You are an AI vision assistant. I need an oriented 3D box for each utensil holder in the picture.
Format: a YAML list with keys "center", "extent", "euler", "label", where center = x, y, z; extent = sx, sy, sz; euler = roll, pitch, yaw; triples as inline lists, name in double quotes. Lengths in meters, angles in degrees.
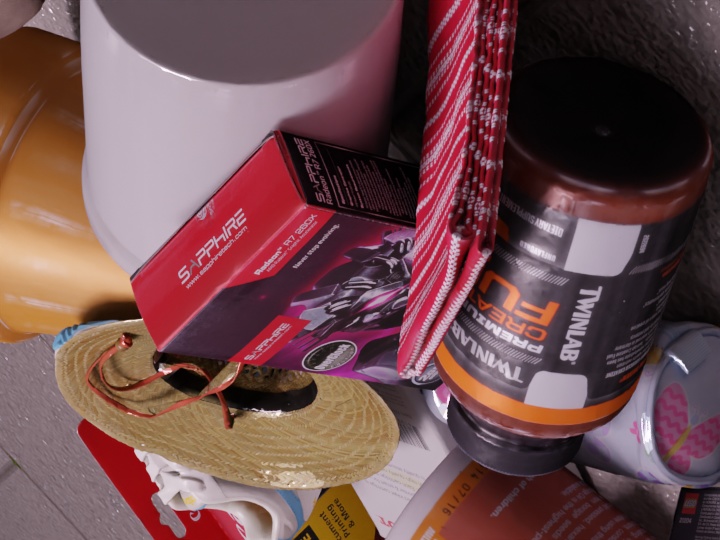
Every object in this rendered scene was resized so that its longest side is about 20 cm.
- center: [-0.063, -0.098, 1.100]
  extent: [0.170, 0.170, 0.200]
  euler: [39, 154, 17]
  label: "utensil holder"

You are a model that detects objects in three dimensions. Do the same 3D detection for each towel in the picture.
- center: [0.043, -0.068, 0.972]
  extent: [0.022, 0.201, 0.145]
  euler: [10, 154, -6]
  label: "towel"

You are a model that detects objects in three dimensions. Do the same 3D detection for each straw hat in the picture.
- center: [-0.068, 0.043, 1.230]
  extent: [0.200, 0.085, 0.201]
  euler: [9, 147, 6]
  label: "straw hat"

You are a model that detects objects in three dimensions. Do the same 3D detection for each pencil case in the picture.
- center: [0.119, 0.057, 1.152]
  extent: [0.200, 0.083, 0.091]
  euler: [13, 114, 52]
  label: "pencil case"

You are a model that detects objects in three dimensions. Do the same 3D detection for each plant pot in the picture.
- center: [-0.160, -0.035, 1.361]
  extent: [0.183, 0.200, 0.200]
  euler: [19, 148, 19]
  label: "plant pot"

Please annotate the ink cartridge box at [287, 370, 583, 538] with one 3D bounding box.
- center: [0.043, 0.091, 1.327]
  extent: [0.145, 0.083, 0.200]
  euler: [17, 143, 48]
  label: "ink cartridge box"

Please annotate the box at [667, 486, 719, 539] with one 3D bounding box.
- center: [0.254, 0.139, 1.052]
  extent: [0.110, 0.035, 0.200]
  euler: [21, 167, -24]
  label: "box"

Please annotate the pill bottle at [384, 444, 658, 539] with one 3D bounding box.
- center: [0.115, 0.178, 1.102]
  extent: [0.200, 0.112, 0.112]
  euler: [37, 155, 19]
  label: "pill bottle"

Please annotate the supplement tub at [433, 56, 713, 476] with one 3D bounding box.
- center: [0.093, 0.006, 1.017]
  extent: [0.107, 0.107, 0.200]
  euler: [34, 135, 25]
  label: "supplement tub"

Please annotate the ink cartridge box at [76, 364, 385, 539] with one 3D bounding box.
- center: [-0.064, 0.126, 1.446]
  extent: [0.084, 0.176, 0.200]
  euler: [6, 135, 56]
  label: "ink cartridge box"

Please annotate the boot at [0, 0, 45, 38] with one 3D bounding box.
- center: [-0.241, -0.167, 1.313]
  extent: [0.070, 0.146, 0.200]
  euler: [50, 157, -12]
  label: "boot"

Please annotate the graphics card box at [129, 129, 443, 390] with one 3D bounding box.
- center: [0.000, 0.000, 1.087]
  extent: [0.125, 0.200, 0.051]
  euler: [-43, 54, 32]
  label: "graphics card box"

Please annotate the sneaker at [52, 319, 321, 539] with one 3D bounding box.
- center: [-0.106, 0.099, 1.316]
  extent: [0.200, 0.081, 0.076]
  euler: [34, 153, -21]
  label: "sneaker"
